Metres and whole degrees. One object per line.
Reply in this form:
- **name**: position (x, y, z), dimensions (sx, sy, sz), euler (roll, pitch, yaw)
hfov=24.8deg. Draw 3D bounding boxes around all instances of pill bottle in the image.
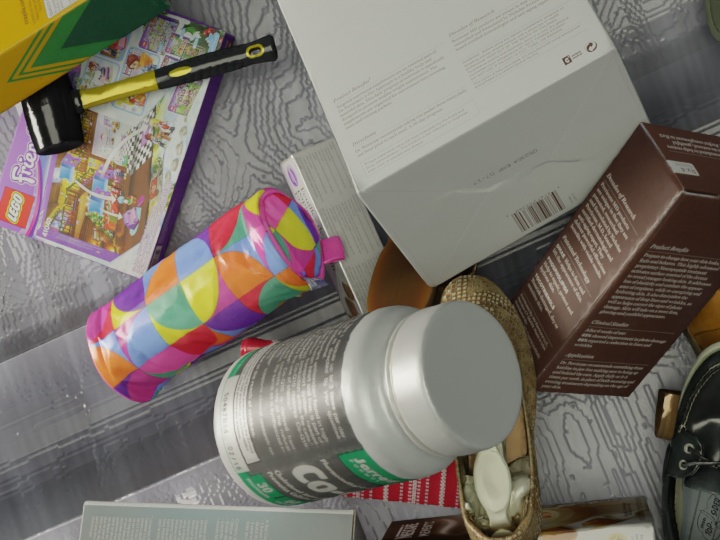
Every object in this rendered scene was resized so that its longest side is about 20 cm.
- **pill bottle**: position (0.003, 0.088, 1.088), dimensions (0.199, 0.113, 0.114), euler (-20, 89, 44)

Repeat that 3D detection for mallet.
- **mallet**: position (-0.157, -0.131, 1.225), dimensions (0.198, 0.041, 0.067), euler (-8, 88, 5)

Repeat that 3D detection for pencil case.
- **pencil case**: position (-0.112, 0.020, 1.218), dimensions (0.199, 0.088, 0.089), euler (-31, 88, 24)

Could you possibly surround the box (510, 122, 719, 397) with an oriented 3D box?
- **box**: position (0.191, -0.003, 1.143), dimensions (0.201, 0.099, 0.075), euler (-55, 43, 36)

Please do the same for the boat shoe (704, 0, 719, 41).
- **boat shoe**: position (0.287, -0.262, 1.190), dimensions (0.060, 0.072, 0.203), euler (3, 83, -20)

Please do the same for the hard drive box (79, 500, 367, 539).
- **hard drive box**: position (-0.094, 0.231, 1.202), dimensions (0.198, 0.156, 0.077), euler (2, 64, 7)

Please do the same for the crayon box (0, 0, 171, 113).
- **crayon box**: position (-0.245, -0.198, 1.213), dimensions (0.199, 0.052, 0.126), euler (-29, 51, 11)

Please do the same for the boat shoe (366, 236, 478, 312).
- **boat shoe**: position (0.060, -0.030, 1.219), dimensions (0.070, 0.070, 0.201), euler (14, 71, 31)

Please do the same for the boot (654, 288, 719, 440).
- **boot**: position (0.300, 0.044, 1.201), dimensions (0.142, 0.071, 0.203), euler (8, 98, 2)

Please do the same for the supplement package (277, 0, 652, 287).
- **supplement package**: position (0.073, -0.138, 1.140), dimensions (0.190, 0.147, 0.201), euler (-28, 56, 8)

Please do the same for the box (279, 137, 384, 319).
- **box**: position (0.000, 0.000, 1.242), dimensions (0.041, 0.039, 0.201), euler (-25, 89, -18)

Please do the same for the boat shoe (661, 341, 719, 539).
- **boat shoe**: position (0.251, 0.148, 1.165), dimensions (0.074, 0.066, 0.201), euler (15, 122, 10)

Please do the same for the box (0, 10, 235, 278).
- **box**: position (-0.193, -0.109, 1.268), dimensions (0.136, 0.039, 0.202), euler (20, 94, 7)

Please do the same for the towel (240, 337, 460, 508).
- **towel**: position (0.008, 0.115, 1.223), dimensions (0.198, 0.023, 0.146), euler (5, 128, 7)

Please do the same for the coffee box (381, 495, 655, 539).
- **coffee box**: position (0.117, 0.222, 1.201), dimensions (0.198, 0.114, 0.081), euler (-7, 90, 7)

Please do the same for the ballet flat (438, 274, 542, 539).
- **ballet flat**: position (0.090, 0.099, 1.127), dimensions (0.070, 0.065, 0.202), euler (-12, 81, 8)
